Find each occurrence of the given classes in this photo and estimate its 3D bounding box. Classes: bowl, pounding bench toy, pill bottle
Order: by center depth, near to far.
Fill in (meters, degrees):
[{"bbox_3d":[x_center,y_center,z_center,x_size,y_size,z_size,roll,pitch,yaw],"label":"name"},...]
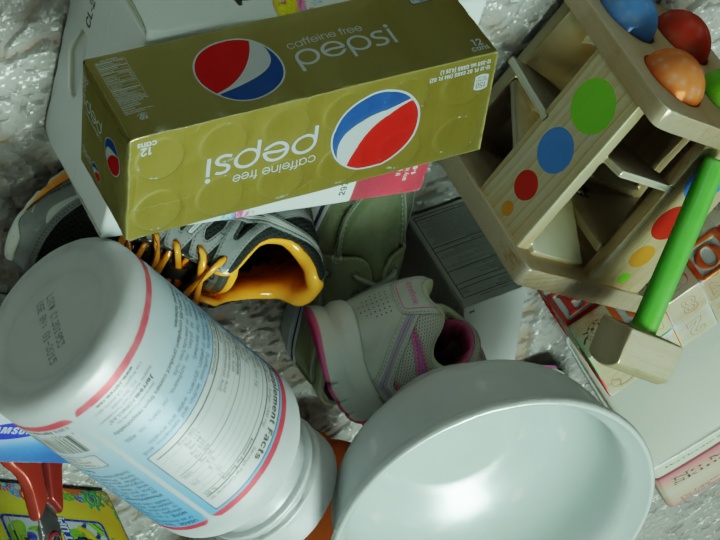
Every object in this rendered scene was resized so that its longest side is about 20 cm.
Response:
[{"bbox_3d":[-0.103,0.077,1.235,0.109,0.109,0.200,-39,130,11],"label":"pill bottle"},{"bbox_3d":[0.064,0.118,1.316,0.199,0.091,0.202,-12,135,-12],"label":"bowl"},{"bbox_3d":[0.165,-0.054,1.326,0.124,0.201,0.156,13,127,-45],"label":"pounding bench toy"}]

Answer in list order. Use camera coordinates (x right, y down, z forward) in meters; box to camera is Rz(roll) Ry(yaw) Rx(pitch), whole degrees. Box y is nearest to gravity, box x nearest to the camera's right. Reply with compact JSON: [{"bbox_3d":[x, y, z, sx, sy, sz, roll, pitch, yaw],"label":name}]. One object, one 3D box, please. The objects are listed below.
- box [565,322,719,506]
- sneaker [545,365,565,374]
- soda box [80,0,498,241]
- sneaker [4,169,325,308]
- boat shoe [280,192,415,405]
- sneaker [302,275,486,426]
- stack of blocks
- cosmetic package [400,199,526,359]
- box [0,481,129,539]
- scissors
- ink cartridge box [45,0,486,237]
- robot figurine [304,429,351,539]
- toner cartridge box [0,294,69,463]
[{"bbox_3d":[0.231,0.076,1.570,0.127,0.109,0.200,-32,163,4],"label":"box"},{"bbox_3d":[0.092,0.157,1.629,0.200,0.087,0.080,-44,145,16],"label":"sneaker"},{"bbox_3d":[-0.036,-0.081,1.117,0.198,0.064,0.068,-15,139,-22],"label":"soda box"},{"bbox_3d":[-0.104,-0.016,1.280,0.198,0.078,0.079,-4,139,-31],"label":"sneaker"},{"bbox_3d":[0.000,0.000,1.389,0.071,0.062,0.201,-13,141,-24],"label":"boat shoe"},{"bbox_3d":[0.041,0.075,1.379,0.088,0.082,0.200,-25,143,7],"label":"sneaker"},{"bbox_3d":[0.208,-0.027,1.467,0.199,0.116,0.059,-33,145,2],"label":"stack of blocks"},{"bbox_3d":[0.062,0.052,1.483,0.050,0.083,0.201,-17,143,-17],"label":"cosmetic package"},{"bbox_3d":[-0.264,0.243,1.437,0.192,0.122,0.200,12,128,-45],"label":"box"},{"bbox_3d":[-0.192,0.150,1.353,0.014,0.202,0.073,-3,176,37],"label":"scissors"},{"bbox_3d":[-0.052,-0.106,1.202,0.198,0.083,0.146,-10,140,-28],"label":"ink cartridge box"},{"bbox_3d":[-0.020,0.193,1.490,0.143,0.201,0.117,-24,144,-10],"label":"robot figurine"},{"bbox_3d":[-0.161,0.065,1.321,0.199,0.095,0.043,6,131,-42],"label":"toner cartridge box"}]
